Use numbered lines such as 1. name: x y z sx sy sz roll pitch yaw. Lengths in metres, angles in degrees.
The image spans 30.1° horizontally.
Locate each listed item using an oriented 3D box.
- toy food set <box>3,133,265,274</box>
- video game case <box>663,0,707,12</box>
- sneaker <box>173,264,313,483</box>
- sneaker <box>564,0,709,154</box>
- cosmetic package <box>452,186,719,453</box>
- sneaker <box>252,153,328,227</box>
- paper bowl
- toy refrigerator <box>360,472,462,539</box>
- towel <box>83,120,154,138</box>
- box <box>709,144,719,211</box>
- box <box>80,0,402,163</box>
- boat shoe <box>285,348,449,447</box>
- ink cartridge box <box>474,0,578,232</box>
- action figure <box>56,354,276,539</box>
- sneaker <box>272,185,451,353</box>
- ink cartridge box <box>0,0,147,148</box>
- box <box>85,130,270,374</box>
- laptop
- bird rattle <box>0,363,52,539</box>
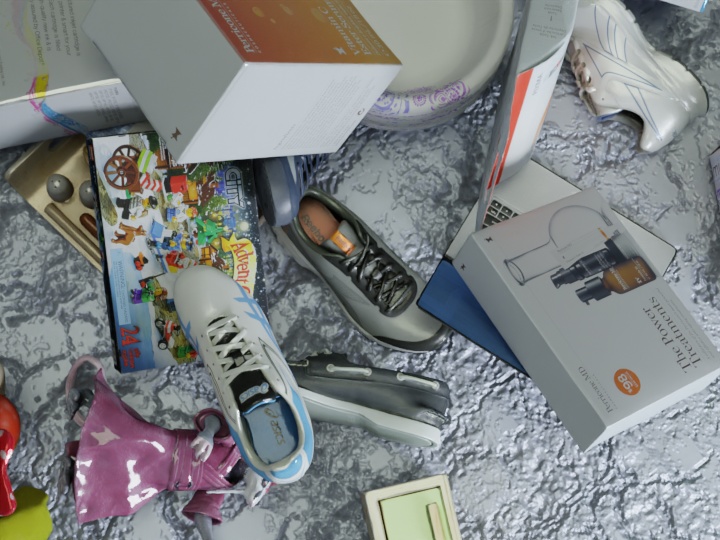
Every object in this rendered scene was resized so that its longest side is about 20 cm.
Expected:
1. toy food set: -0.201 -0.066 1.206 0.200 0.060 0.144 43 80 4
2. video game case: 0.228 -0.310 1.256 0.199 0.018 0.144 16 41 -1
3. sneaker: -0.095 0.082 1.109 0.072 0.073 0.201 -27 82 -9
4. sneaker: 0.232 -0.194 1.253 0.200 0.075 0.087 44 85 5
5. cosmetic package: 0.194 0.036 1.138 0.150 0.052 0.201 -22 67 -30
6. sneaker: -0.055 -0.109 1.171 0.081 0.071 0.201 -3 37 -6
7. paper bowl: 0.036 -0.227 1.228 0.199 0.104 0.202 0 80 -3
8. toy refrigerator: 0.059 0.283 1.155 0.075 0.070 0.201 -11 80 -5
9. towel: -0.210 -0.181 1.205 0.199 0.024 0.147 36 77 11
10. box: 0.442 -0.046 1.226 0.198 0.097 0.178 -7 82 -4
11. box: -0.092 -0.180 1.075 0.153 0.199 0.106 53 123 18
12. boat shoe: -0.020 0.103 1.184 0.199 0.076 0.061 17 70 -2
13. ink cartridge box: 0.145 -0.136 1.158 0.050 0.163 0.201 11 56 0
14. action figure: -0.162 0.168 1.165 0.199 0.149 0.135 8 113 -19
15. sneaker: 0.000 0.000 1.198 0.200 0.079 0.074 41 78 3
16. ink cartridge box: -0.276 -0.193 1.153 0.198 0.086 0.149 -10 70 -5
17. box: -0.155 -0.021 1.154 0.136 0.038 0.202 -8 97 -19
18. laptop: 0.171 0.005 1.189 0.187 0.116 0.201 32 79 2
19. bird rattle: -0.322 0.150 1.102 0.112 0.201 0.164 -2 56 -4
